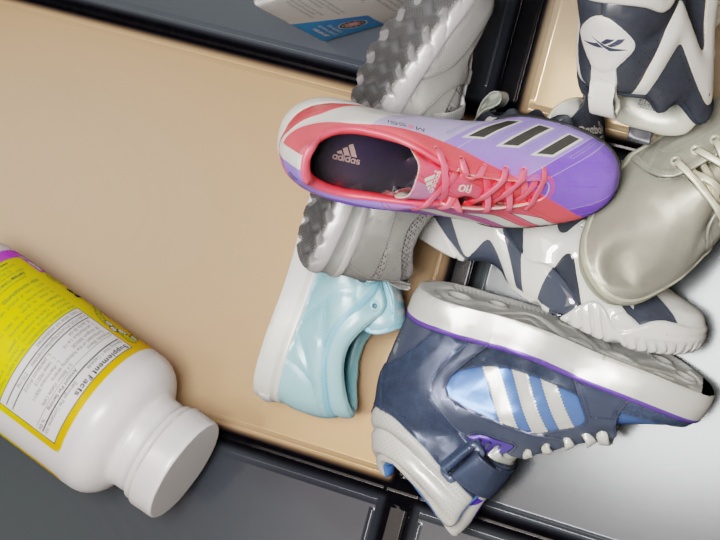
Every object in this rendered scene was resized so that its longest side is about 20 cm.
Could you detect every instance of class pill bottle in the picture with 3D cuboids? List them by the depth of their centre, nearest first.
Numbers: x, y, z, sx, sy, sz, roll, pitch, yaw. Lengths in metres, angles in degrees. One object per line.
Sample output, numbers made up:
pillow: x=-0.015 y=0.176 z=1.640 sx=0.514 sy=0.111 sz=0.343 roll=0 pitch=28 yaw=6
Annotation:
pill bottle: x=-0.192 y=0.075 z=1.156 sx=0.199 sy=0.104 sz=0.105 roll=34 pitch=97 yaw=14

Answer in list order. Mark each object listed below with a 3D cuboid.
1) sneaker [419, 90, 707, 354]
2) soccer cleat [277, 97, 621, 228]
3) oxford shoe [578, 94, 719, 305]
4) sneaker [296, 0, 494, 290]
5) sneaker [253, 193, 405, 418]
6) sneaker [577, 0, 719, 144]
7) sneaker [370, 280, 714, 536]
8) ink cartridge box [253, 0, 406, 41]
sneaker: x=0.139 y=-0.041 z=1.078 sx=0.198 sy=0.079 sz=0.130 roll=30 pitch=105 yaw=25
soccer cleat: x=0.052 y=-0.054 z=0.987 sx=0.198 sy=0.073 sz=0.069 roll=8 pitch=107 yaw=-8
oxford shoe: x=0.205 y=-0.058 z=1.034 sx=0.200 sy=0.058 sz=0.075 roll=-41 pitch=93 yaw=-14
sneaker: x=0.034 y=-0.082 z=1.060 sx=0.082 sy=0.075 sz=0.201 roll=21 pitch=105 yaw=-22
sneaker: x=0.000 y=0.000 z=1.126 sx=0.081 sy=0.074 sz=0.201 roll=21 pitch=104 yaw=11
sneaker: x=0.179 y=-0.144 z=1.026 sx=0.079 sy=0.199 sz=0.131 roll=14 pitch=114 yaw=23
sneaker: x=0.103 y=0.102 z=1.093 sx=0.199 sy=0.081 sz=0.148 roll=18 pitch=105 yaw=9
ink cartridge box: x=0.041 y=-0.214 z=1.078 sx=0.199 sy=0.145 sz=0.084 roll=-13 pitch=84 yaw=15
